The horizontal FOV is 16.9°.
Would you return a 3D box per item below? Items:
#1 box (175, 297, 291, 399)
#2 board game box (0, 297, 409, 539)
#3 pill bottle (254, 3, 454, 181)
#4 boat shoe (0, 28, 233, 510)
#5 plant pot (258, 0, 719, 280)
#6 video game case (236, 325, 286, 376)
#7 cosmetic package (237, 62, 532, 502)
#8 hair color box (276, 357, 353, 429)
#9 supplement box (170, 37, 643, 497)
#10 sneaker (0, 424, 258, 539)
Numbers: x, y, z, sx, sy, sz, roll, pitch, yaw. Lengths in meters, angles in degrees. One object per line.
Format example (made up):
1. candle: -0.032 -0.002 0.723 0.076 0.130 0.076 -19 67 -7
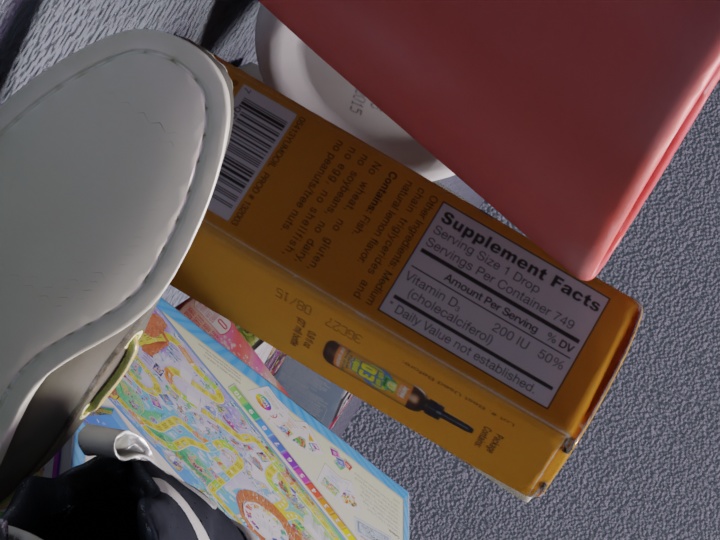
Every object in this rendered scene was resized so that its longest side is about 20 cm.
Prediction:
1. box: -0.103 0.104 0.943 0.102 0.095 0.200 -36 -173 29
2. board game box: -0.051 0.098 0.884 0.034 0.200 0.135 -23 -134 28
3. pill bottle: 0.040 -0.133 0.974 0.109 0.108 0.200 -63 179 43
4. boat shoe: -0.098 0.007 0.728 0.202 0.072 0.060 -53 174 22
5. plant pot: 0.052 -0.125 0.787 0.201 0.177 0.200 -57 175 -7
6. video game case: -0.089 0.084 1.434 0.201 0.036 0.181 -61 174 29
7. cosmetic package: 0.009 0.001 0.981 0.071 0.199 0.105 -59 174 14
8. hair color box: -0.011 0.038 1.784 0.099 0.060 0.200 -56 173 -27
9. supplement box: 0.000 0.000 0.887 0.069 0.199 0.067 -55 174 -24
10. sneaker: -0.095 0.133 0.703 0.200 0.079 0.130 -58 140 -28
